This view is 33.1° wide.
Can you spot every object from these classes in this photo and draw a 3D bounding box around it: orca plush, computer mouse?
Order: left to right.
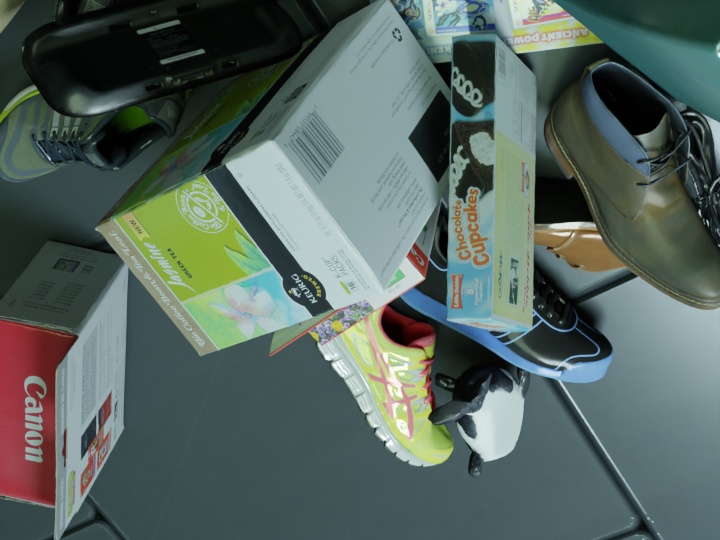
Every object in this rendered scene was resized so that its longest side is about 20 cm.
[{"bbox_3d":[0.087,0.117,1.034,0.071,0.200,0.106,23,95,21],"label":"orca plush"},{"bbox_3d":[0.329,-0.110,0.907,0.199,0.044,0.110,-32,95,18],"label":"computer mouse"}]

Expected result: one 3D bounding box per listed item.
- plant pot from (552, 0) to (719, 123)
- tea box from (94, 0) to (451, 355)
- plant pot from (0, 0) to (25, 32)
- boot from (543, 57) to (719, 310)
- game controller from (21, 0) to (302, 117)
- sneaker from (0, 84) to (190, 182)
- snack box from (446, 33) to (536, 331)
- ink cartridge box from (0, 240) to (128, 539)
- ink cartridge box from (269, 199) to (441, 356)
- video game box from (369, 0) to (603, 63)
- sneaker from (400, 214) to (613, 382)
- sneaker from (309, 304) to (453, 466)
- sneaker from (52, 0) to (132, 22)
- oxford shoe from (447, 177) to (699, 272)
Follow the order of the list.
[{"bbox_3d":[0.237,-0.177,0.771,0.141,0.200,0.142,32,104,-25],"label":"plant pot"},{"bbox_3d":[-0.050,-0.067,0.895,0.196,0.200,0.134,-22,114,39],"label":"tea box"},{"bbox_3d":[-0.325,-0.234,0.906,0.199,0.188,0.188,-31,110,11],"label":"plant pot"},{"bbox_3d":[0.210,-0.063,0.887,0.074,0.097,0.200,-35,76,-14],"label":"boot"},{"bbox_3d":[-0.144,-0.166,0.891,0.199,0.105,0.042,-21,147,-22],"label":"game controller"},{"bbox_3d":[-0.225,-0.115,0.986,0.199,0.081,0.074,-22,134,23],"label":"sneaker"},{"bbox_3d":[0.098,-0.059,0.889,0.037,0.116,0.202,-1,83,22],"label":"snack box"},{"bbox_3d":[-0.273,0.106,1.077,0.083,0.176,0.202,11,120,4],"label":"ink cartridge box"},{"bbox_3d":[0.000,0.000,0.949,0.109,0.201,0.050,-34,111,26],"label":"ink cartridge box"},{"bbox_3d":[0.097,-0.249,0.879,0.198,0.047,0.184,-4,116,14],"label":"video game box"},{"bbox_3d":[0.129,0.024,1.014,0.199,0.070,0.078,24,128,-2],"label":"sneaker"},{"bbox_3d":[0.037,0.090,1.068,0.090,0.078,0.201,-29,114,14],"label":"sneaker"},{"bbox_3d":[-0.186,-0.242,0.917,0.075,0.079,0.201,20,121,-2],"label":"sneaker"},{"bbox_3d":[0.168,-0.030,0.979,0.198,0.072,0.072,5,128,8],"label":"oxford shoe"}]
